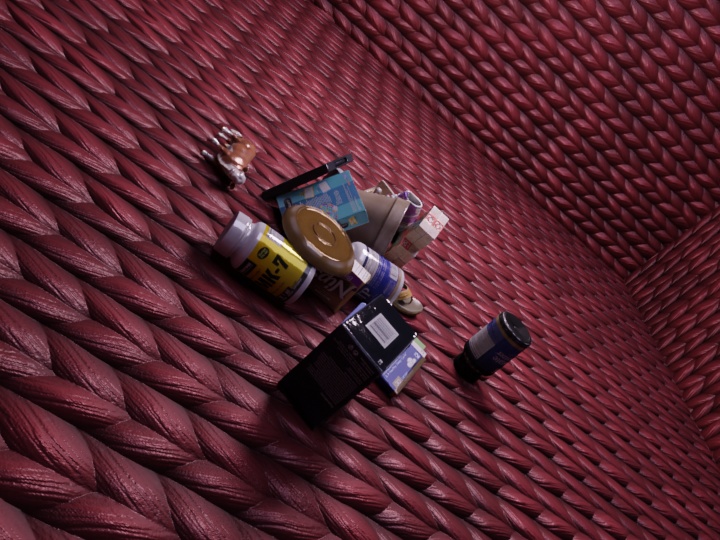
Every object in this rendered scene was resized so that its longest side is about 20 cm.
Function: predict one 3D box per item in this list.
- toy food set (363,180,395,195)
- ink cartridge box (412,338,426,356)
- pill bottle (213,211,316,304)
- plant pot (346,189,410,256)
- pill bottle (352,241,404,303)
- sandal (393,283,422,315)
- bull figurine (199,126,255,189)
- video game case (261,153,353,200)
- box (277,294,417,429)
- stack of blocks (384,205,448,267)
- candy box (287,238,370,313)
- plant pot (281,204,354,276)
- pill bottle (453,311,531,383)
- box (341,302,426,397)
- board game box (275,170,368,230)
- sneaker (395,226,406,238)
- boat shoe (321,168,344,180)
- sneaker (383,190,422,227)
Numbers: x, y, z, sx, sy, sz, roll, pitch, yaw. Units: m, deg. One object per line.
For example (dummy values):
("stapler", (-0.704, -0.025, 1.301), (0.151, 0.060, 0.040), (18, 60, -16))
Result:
("toy food set", (0.038, -0.196, 1.881), (0.199, 0.061, 0.144), (-23, 69, -39))
("ink cartridge box", (0.100, 0.168, 1.542), (0.146, 0.048, 0.200), (46, 30, 2))
("pill bottle", (-0.200, -0.028, 1.312), (0.199, 0.114, 0.115), (35, 29, -18))
("plant pot", (0.018, -0.136, 1.711), (0.172, 0.201, 0.200), (28, 28, 1))
("pill bottle", (0.000, 0.000, 1.549), (0.199, 0.120, 0.120), (33, 30, -23))
("sandal", (0.097, 0.054, 1.683), (0.199, 0.054, 0.081), (37, 29, -18))
("bull figurine", (-0.319, -0.281, 1.539), (0.121, 0.065, 0.201), (41, 27, -17))
("video game case", (-0.134, -0.244, 1.614), (0.026, 0.198, 0.181), (66, 25, -10))
("box", (-0.021, 0.171, 1.199), (0.118, 0.200, 0.196), (49, 27, 6))
("stack of blocks", (0.154, -0.089, 1.767), (0.058, 0.200, 0.115), (41, 60, -6))
("candy box", (-0.088, -0.012, 1.446), (0.200, 0.117, 0.057), (45, 28, -4))
("plant pot", (-0.085, -0.074, 1.380), (0.199, 0.027, 0.201), (34, 30, -22))
("pill bottle", (0.347, 0.210, 1.663), (0.111, 0.200, 0.112), (33, 30, -22))
("box", (0.043, 0.173, 1.417), (0.200, 0.032, 0.121), (46, 56, 2))
("board game box", (-0.096, -0.152, 1.549), (0.047, 0.198, 0.152), (71, -2, -53))
("sneaker", (0.121, -0.124, 1.959), (0.083, 0.077, 0.201), (12, 36, -12))
("boat shoe", (-0.059, -0.242, 1.752), (0.065, 0.200, 0.071), (3, 87, -17))
("sneaker", (0.082, -0.202, 1.801), (0.198, 0.115, 0.073), (12, 55, -17))
